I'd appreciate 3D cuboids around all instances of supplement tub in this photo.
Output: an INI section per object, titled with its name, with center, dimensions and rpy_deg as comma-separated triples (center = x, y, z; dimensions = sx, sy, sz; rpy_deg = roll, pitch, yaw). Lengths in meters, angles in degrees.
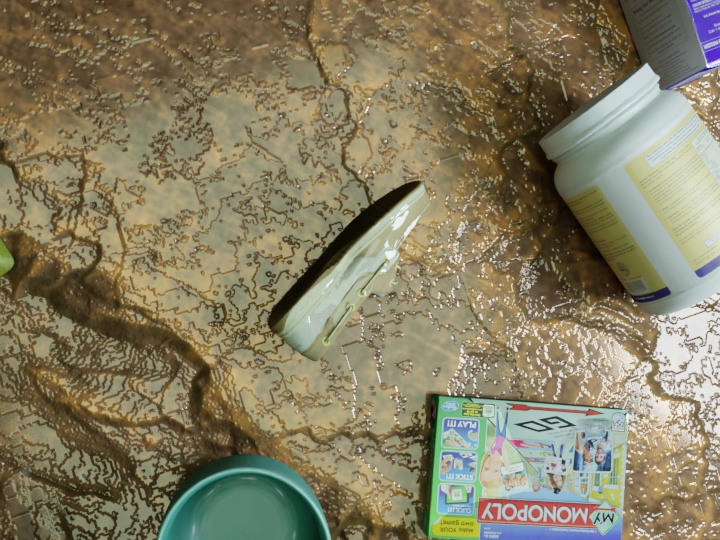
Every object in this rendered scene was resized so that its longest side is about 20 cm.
[supplement tub]
center = 0.276, -0.077, 0.812
dimensions = 0.145, 0.145, 0.201
rpy_deg = -36, 93, -8

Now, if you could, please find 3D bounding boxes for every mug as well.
[mug]
center = -0.096, 0.257, 0.758
dimensions = 0.150, 0.114, 0.187
rpy_deg = -29, 92, -9

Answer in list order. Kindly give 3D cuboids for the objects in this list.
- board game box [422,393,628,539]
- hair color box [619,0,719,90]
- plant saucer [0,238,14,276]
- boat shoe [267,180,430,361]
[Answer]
[board game box]
center = 0.164, 0.198, 0.841
dimensions = 0.196, 0.029, 0.137
rpy_deg = 5, 86, -8
[hair color box]
center = 0.306, -0.290, 0.844
dimensions = 0.064, 0.109, 0.203
rpy_deg = -21, 91, -9
[plant saucer]
center = -0.450, -0.037, 0.755
dimensions = 0.198, 0.048, 0.202
rpy_deg = -33, 92, -8
[boat shoe]
center = 0.000, 0.000, 0.812
dimensions = 0.200, 0.074, 0.066
rpy_deg = -45, 106, -6
